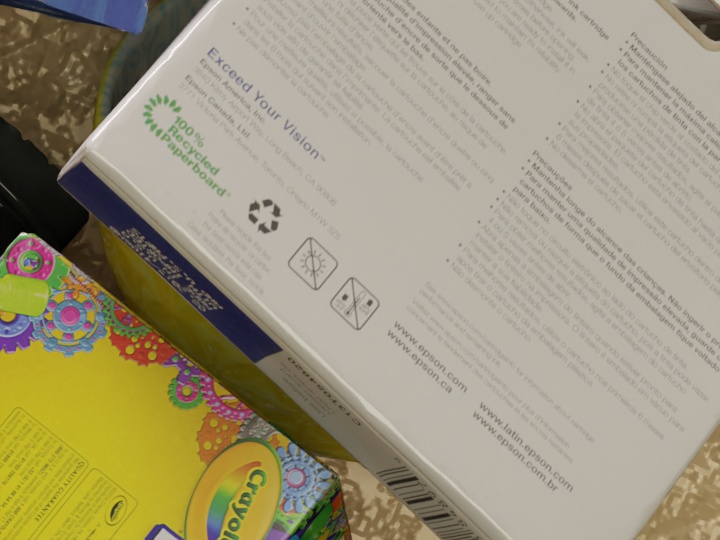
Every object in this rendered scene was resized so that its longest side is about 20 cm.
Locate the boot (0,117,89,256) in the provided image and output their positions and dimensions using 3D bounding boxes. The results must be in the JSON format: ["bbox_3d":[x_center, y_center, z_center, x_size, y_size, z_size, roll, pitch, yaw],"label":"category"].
[{"bbox_3d":[-0.206,-0.019,0.860,0.200,0.076,0.168,44,69,-8],"label":"boot"}]

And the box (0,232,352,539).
[{"bbox_3d":[-0.111,0.118,0.866,0.122,0.193,0.200,37,82,8],"label":"box"}]

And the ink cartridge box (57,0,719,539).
[{"bbox_3d":[0.044,-0.033,0.824,0.200,0.041,0.200,44,68,-8],"label":"ink cartridge box"}]

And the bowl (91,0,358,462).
[{"bbox_3d":[0.000,0.000,0.928,0.200,0.200,0.108,10,133,-10],"label":"bowl"}]

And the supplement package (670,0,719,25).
[{"bbox_3d":[0.031,-0.151,0.904,0.200,0.114,0.110,10,93,-9],"label":"supplement package"}]

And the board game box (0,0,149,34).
[{"bbox_3d":[-0.104,-0.184,0.864,0.043,0.200,0.199,16,90,-34],"label":"board game box"}]

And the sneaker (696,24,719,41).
[{"bbox_3d":[0.155,-0.088,0.988,0.080,0.076,0.200,-3,98,-22],"label":"sneaker"}]
